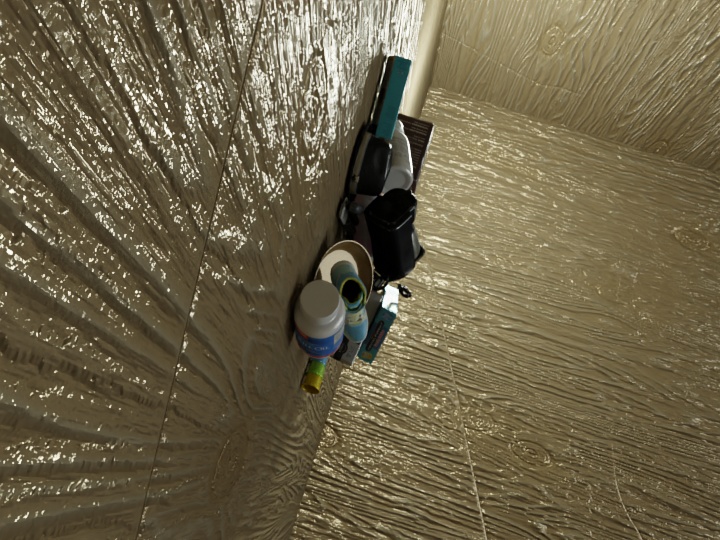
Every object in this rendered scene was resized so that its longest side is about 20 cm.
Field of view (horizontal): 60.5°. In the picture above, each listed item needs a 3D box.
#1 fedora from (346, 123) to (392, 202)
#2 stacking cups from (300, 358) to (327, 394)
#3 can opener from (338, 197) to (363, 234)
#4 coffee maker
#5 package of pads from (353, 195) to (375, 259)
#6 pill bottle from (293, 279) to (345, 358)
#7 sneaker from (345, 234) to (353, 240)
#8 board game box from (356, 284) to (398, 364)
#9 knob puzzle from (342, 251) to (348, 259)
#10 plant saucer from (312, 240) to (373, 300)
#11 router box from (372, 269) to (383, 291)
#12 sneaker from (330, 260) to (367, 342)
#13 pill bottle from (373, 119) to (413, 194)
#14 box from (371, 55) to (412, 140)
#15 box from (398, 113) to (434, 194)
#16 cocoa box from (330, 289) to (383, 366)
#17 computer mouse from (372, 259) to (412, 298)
[{"bbox_3d":[0.030,-0.263,1.565,0.201,0.089,0.206,17,89,-86],"label":"fedora"},{"bbox_3d":[-0.119,0.267,1.850,0.061,0.059,0.203,101,7,-56],"label":"stacking cups"},{"bbox_3d":[-0.019,-0.134,1.590,0.200,0.065,0.055,55,53,-76],"label":"can opener"},{"bbox_3d":[0.082,-0.078,1.593,0.202,0.131,0.195,74,32,-50],"label":"coffee maker"},{"bbox_3d":[0.022,-0.136,1.756,0.120,0.073,0.206,38,53,-81],"label":"package of pads"},{"bbox_3d":[-0.087,0.101,1.307,0.201,0.109,0.114,96,12,-62],"label":"pill bottle"},{"bbox_3d":[-0.001,-0.138,1.900,0.200,0.058,0.107,-80,-173,-81],"label":"sneaker"},{"bbox_3d":[0.048,0.139,1.656,0.200,0.046,0.154,-72,-172,-74],"label":"board game box"},{"bbox_3d":[-0.087,0.039,1.582,0.220,0.030,0.224,-91,-154,-87],"label":"knob puzzle"},{"bbox_3d":[-0.049,0.027,1.474,0.197,0.035,0.206,-14,110,-43],"label":"plant saucer"},{"bbox_3d":[0.000,0.000,1.781,0.051,0.148,0.200,-49,175,1],"label":"router box"},{"bbox_3d":[-0.019,0.091,1.393,0.131,0.078,0.205,-123,-163,-69],"label":"sneaker"},{"bbox_3d":[0.084,-0.321,1.713,0.116,0.111,0.204,101,-11,-54],"label":"pill bottle"},{"bbox_3d":[0.077,-0.450,1.609,0.082,0.048,0.205,-125,-132,-70],"label":"box"},{"bbox_3d":[0.121,-0.358,1.936,0.166,0.160,0.205,92,15,-74],"label":"box"},{"bbox_3d":[-0.043,0.131,1.626,0.204,0.129,0.133,-64,-178,-7],"label":"cocoa box"},{"bbox_3d":[0.092,0.017,1.688,0.034,0.200,0.059,-32,130,-10],"label":"computer mouse"}]
